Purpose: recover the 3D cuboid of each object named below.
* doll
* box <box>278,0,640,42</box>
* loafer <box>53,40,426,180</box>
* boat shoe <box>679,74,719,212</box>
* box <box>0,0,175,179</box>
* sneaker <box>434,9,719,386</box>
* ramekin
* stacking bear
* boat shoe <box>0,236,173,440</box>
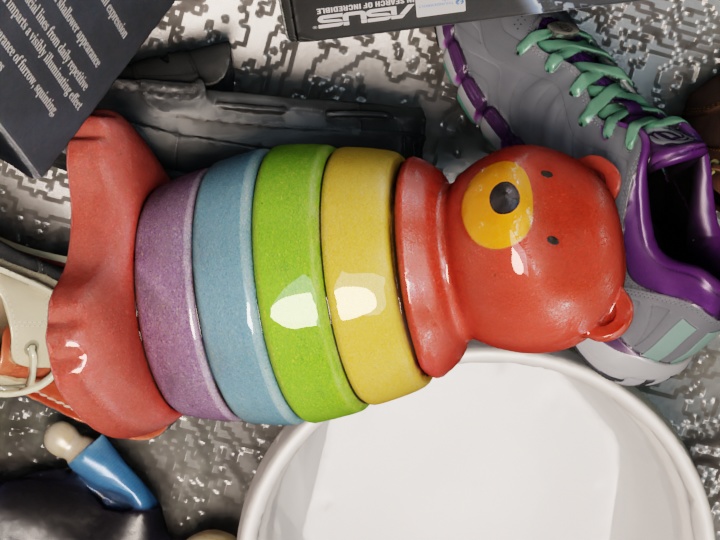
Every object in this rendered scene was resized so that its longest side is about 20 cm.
[{"bbox_3d":[-0.147,0.134,0.832,0.199,0.048,0.137,2,106,1],"label":"doll"},{"bbox_3d":[0.061,-0.157,0.670,0.199,0.044,0.160,-7,151,0],"label":"box"},{"bbox_3d":[-0.070,-0.063,0.775,0.200,0.068,0.071,15,85,-2],"label":"loafer"},{"bbox_3d":[0.176,-0.023,0.722,0.070,0.200,0.070,-45,114,6],"label":"boat shoe"},{"bbox_3d":[-0.116,-0.162,0.651,0.107,0.148,0.200,31,76,20],"label":"box"},{"bbox_3d":[0.100,-0.059,0.733,0.074,0.088,0.200,-16,75,-35],"label":"sneaker"},{"bbox_3d":[0.046,0.113,0.804,0.199,0.105,0.201,0,105,-2],"label":"ramekin"},{"bbox_3d":[0.000,0.000,0.692,0.199,0.122,0.114,-7,148,13],"label":"stacking bear"},{"bbox_3d":[-0.155,0.019,0.775,0.200,0.063,0.071,37,115,-25],"label":"boat shoe"}]
